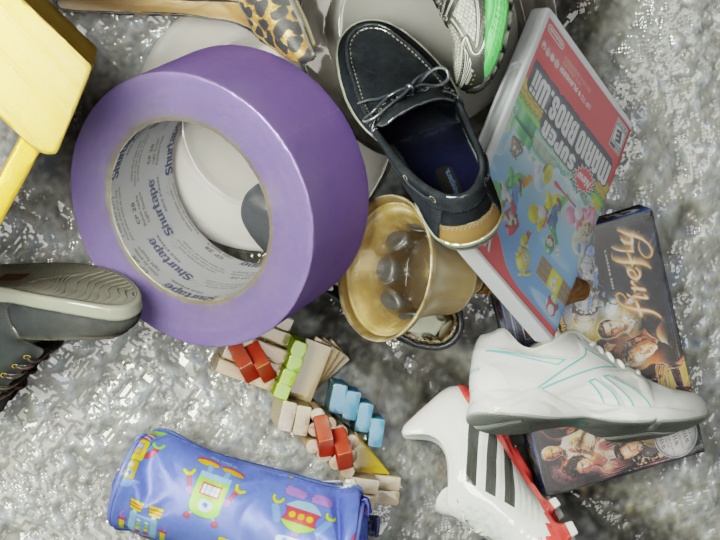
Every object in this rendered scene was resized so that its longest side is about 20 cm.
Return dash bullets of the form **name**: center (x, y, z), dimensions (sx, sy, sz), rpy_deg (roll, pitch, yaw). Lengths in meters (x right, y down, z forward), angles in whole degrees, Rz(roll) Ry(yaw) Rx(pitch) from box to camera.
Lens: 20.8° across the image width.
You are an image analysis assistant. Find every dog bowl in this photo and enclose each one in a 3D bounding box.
- **dog bowl**: center (0.044, -0.176, 1.454), dimensions (0.200, 0.059, 0.200), rpy_deg (-1, 93, -18)

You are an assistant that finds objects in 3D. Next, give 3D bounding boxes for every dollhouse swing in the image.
- **dollhouse swing**: center (-0.276, -0.119, 1.346), dimensions (0.182, 0.200, 0.176), rpy_deg (44, 93, -13)

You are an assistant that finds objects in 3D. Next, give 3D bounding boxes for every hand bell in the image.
- **hand bell**: center (0.092, 0.007, 1.441), dimensions (0.200, 0.104, 0.104), rpy_deg (7, 97, -39)

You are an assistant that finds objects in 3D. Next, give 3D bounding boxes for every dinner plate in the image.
- **dinner plate**: center (-0.070, -0.113, 1.473), dimensions (0.200, 0.024, 0.201), rpy_deg (-2, 98, -11)

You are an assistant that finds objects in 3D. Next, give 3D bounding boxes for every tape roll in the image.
- **tape roll**: center (-0.100, -0.053, 1.389), dimensions (0.200, 0.085, 0.200), rpy_deg (11, 113, 26)

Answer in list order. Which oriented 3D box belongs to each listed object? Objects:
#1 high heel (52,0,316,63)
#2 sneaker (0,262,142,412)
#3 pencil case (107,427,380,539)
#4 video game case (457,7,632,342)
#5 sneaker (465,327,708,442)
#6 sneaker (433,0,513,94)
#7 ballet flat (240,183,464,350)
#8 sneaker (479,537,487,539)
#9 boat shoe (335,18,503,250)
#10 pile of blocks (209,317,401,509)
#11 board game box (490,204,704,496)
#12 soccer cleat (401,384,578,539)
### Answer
- **high heel**: center (-0.124, -0.179, 1.386), dimensions (0.142, 0.200, 0.071), rpy_deg (-31, 143, -8)
- **sneaker**: center (-0.236, 0.054, 1.411), dimensions (0.200, 0.075, 0.106), rpy_deg (3, 108, 30)
- **pencil case**: center (-0.085, 0.177, 1.456), dimensions (0.200, 0.078, 0.087), rpy_deg (16, 83, 4)
- **video game case**: center (0.132, -0.070, 1.426), dimensions (0.143, 0.017, 0.200), rpy_deg (47, 56, -40)
- **sneaker**: center (0.174, 0.085, 1.484), dimensions (0.200, 0.070, 0.080), rpy_deg (8, 68, -21)
- **sneaker**: center (0.053, -0.221, 1.395), dimensions (0.085, 0.078, 0.200), rpy_deg (-14, 87, -10)
- **ballet flat**: center (0.000, 0.000, 1.464), dimensions (0.200, 0.073, 0.073), rpy_deg (35, 90, -20)
- **sneaker**: center (0.023, 0.241, 1.509), dimensions (0.200, 0.075, 0.085), rpy_deg (-28, 106, -5)
- **boat shoe**: center (0.039, -0.105, 1.346), dimensions (0.075, 0.062, 0.200), rpy_deg (-24, 59, -4)
- **pile of blocks**: center (-0.028, 0.104, 1.488), dimensions (0.082, 0.062, 0.200), rpy_deg (-44, 103, -2)
- **board game box**: center (0.182, 0.063, 1.535), dimensions (0.135, 0.035, 0.200), rpy_deg (-16, 100, -8)
- **soccer cleat**: center (0.104, 0.181, 1.496), dimensions (0.085, 0.069, 0.200), rpy_deg (-29, 76, -3)
